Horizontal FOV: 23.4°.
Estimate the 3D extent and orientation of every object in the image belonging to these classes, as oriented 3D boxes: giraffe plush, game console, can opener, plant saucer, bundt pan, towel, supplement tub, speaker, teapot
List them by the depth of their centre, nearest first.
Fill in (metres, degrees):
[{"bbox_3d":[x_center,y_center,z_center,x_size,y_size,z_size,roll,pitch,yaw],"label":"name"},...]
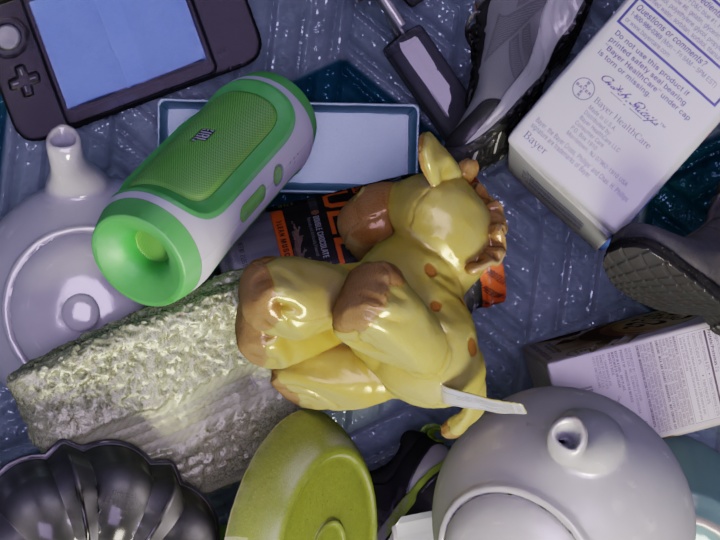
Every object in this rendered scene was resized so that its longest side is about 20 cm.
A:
[{"bbox_3d":[-0.174,0.213,1.129,0.201,0.076,0.203,-1,92,-15],"label":"bundt pan"},{"bbox_3d":[0.029,0.000,1.153,0.199,0.173,0.163,15,64,3],"label":"giraffe plush"},{"bbox_3d":[0.122,0.187,1.183,0.197,0.146,0.201,-17,101,37],"label":"teapot"},{"bbox_3d":[-0.130,0.094,1.194,0.199,0.036,0.149,-21,107,-12],"label":"towel"},{"bbox_3d":[-0.034,0.197,1.197,0.031,0.200,0.201,5,95,26],"label":"plant saucer"},{"bbox_3d":[-0.105,-0.061,1.216,0.088,0.200,0.089,16,130,19],"label":"speaker"},{"bbox_3d":[-0.188,-0.202,1.255,0.199,0.119,0.173,-20,95,-1],"label":"game console"},{"bbox_3d":[-0.195,0.030,1.260,0.200,0.146,0.198,39,92,-6],"label":"teapot"},{"bbox_3d":[0.000,0.000,1.281,0.199,0.123,0.123,-14,95,-3],"label":"supplement tub"},{"bbox_3d":[0.048,-0.170,1.304,0.066,0.053,0.201,-31,96,-1],"label":"can opener"},{"bbox_3d":[-0.055,-0.094,1.322,0.199,0.019,0.070,1,95,-4],"label":"plant saucer"}]

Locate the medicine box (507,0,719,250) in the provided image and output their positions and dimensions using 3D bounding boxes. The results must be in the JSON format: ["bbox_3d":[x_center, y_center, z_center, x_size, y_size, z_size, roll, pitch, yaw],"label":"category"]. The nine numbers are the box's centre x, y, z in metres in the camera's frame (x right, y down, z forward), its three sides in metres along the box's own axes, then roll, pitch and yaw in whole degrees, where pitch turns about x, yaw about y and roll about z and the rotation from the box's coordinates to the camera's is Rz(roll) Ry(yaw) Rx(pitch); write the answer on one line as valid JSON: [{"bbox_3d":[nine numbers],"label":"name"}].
[{"bbox_3d":[0.205,-0.124,1.245,0.103,0.182,0.200,42,92,5],"label":"medicine box"}]

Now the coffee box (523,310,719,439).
[{"bbox_3d":[0.234,0.074,1.306,0.199,0.113,0.080,-15,95,-3],"label":"coffee box"}]

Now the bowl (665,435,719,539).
[{"bbox_3d":[0.228,0.230,1.322,0.199,0.105,0.202,0,94,-3],"label":"bowl"}]

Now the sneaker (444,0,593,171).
[{"bbox_3d":[0.105,-0.155,1.282,0.079,0.074,0.201,26,63,7],"label":"sneaker"}]

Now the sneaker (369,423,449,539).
[{"bbox_3d":[0.005,0.199,1.337,0.200,0.072,0.083,-44,57,9],"label":"sneaker"}]

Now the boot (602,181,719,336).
[{"bbox_3d":[0.245,-0.032,1.194,0.200,0.070,0.132,25,72,-42],"label":"boot"}]

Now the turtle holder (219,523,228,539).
[{"bbox_3d":[-0.112,0.246,1.245,0.141,0.185,0.132,-31,71,17],"label":"turtle holder"}]

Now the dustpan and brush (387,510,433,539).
[{"bbox_3d":[0.062,0.269,1.330,0.139,0.057,0.201,-5,131,-34],"label":"dustpan and brush"}]
